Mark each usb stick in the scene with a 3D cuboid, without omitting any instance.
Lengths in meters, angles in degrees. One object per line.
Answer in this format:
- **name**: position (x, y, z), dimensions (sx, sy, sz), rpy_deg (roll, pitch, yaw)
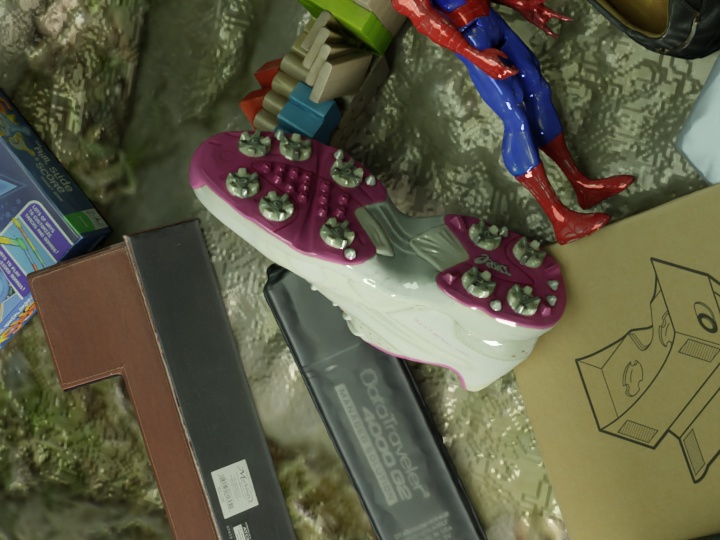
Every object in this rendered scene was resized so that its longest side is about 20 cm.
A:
- **usb stick**: position (0.010, 0.080, 1.171), dimensions (0.055, 0.033, 0.201), rpy_deg (-24, 95, 5)

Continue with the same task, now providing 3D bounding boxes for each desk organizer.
- **desk organizer**: position (-0.109, 0.081, 1.224), dimensions (0.077, 0.072, 0.201), rpy_deg (-17, 91, 30)

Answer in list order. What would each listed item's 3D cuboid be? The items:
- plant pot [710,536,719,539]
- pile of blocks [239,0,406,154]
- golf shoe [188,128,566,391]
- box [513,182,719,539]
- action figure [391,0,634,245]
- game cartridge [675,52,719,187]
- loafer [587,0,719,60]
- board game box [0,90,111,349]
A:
- **plant pot**: position (0.200, 0.208, 1.026), dimensions (0.161, 0.200, 0.202), rpy_deg (-10, 95, 44)
- **pile of blocks**: position (-0.031, -0.100, 1.147), dimensions (0.062, 0.082, 0.201), rpy_deg (31, 111, 18)
- **golf shoe**: position (0.000, 0.000, 1.110), dimensions (0.199, 0.075, 0.092), rpy_deg (26, 137, 1)
- **box**: position (0.161, 0.048, 1.085), dimensions (0.200, 0.021, 0.164), rpy_deg (-20, 89, 42)
- **action figure**: position (0.064, -0.110, 1.079), dimensions (0.052, 0.065, 0.200), rpy_deg (-27, 106, 42)
- **game cartridge**: position (0.255, -0.054, 1.039), dimensions (0.200, 0.040, 0.134), rpy_deg (32, 108, 18)
- **loafer**: position (0.105, -0.184, 1.070), dimensions (0.200, 0.072, 0.073), rpy_deg (46, 116, 13)
- **board game box**: position (-0.253, -0.054, 1.292), dimensions (0.135, 0.034, 0.200), rpy_deg (-43, 79, 25)
